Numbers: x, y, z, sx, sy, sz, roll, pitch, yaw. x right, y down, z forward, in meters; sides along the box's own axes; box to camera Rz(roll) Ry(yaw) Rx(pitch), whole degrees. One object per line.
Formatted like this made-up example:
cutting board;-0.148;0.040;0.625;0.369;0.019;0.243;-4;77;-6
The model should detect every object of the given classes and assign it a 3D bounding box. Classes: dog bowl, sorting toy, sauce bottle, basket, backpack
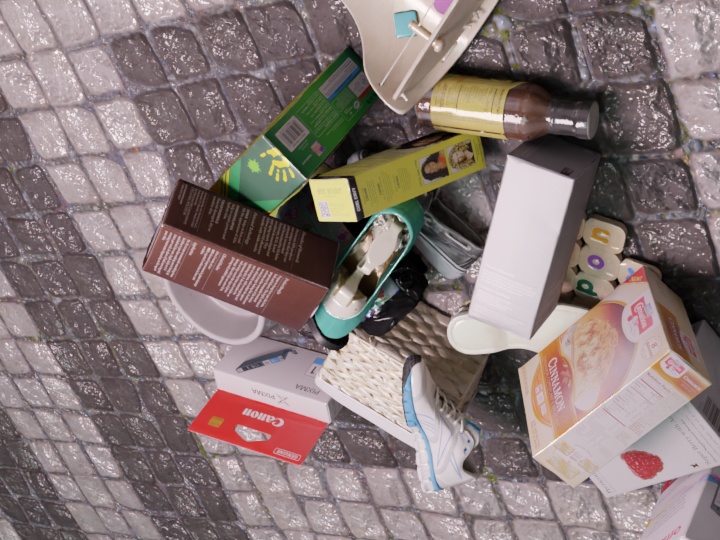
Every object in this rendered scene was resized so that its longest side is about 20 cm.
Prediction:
dog bowl;-0.199;0.021;1.720;0.198;0.059;0.202;20;135;21
sorting toy;0.046;-0.304;1.245;0.180;0.107;0.200;44;139;6
sauce bottle;0.159;-0.174;1.295;0.198;0.065;0.065;12;132;26
basket;0.061;0.123;1.570;0.198;0.136;0.124;31;134;8
backpack;-0.017;-0.019;1.461;0.127;0.167;0.200;-44;92;5

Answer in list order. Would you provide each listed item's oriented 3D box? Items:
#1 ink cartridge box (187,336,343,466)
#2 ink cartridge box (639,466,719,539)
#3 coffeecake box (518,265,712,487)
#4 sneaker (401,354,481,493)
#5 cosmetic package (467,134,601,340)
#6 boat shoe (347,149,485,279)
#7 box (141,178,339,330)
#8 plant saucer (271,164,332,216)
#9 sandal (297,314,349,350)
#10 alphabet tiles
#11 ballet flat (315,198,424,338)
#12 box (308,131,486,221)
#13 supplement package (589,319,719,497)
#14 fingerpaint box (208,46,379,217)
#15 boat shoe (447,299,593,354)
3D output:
ink cartridge box;-0.128;0.180;1.717;0.198;0.177;0.045;13;132;26
ink cartridge box;0.406;0.300;1.424;0.085;0.200;0.148;35;139;4
coffeecake box;0.278;0.118;1.333;0.073;0.154;0.200;36;117;-21
sneaker;0.102;0.184;1.465;0.085;0.075;0.202;-7;122;15
cosmetic package;0.191;-0.039;1.320;0.089;0.107;0.203;19;116;21
boat shoe;0.072;-0.082;1.443;0.200;0.072;0.071;43;119;-8
box;-0.133;-0.016;1.338;0.198;0.076;0.100;23;143;-11
plant saucer;-0.082;-0.066;1.583;0.198;0.031;0.202;19;134;21
sandal;-0.061;0.045;1.510;0.075;0.201;0.048;36;109;-31
alphabet tiles;0.257;0.011;1.420;0.193;0.015;0.202;20;135;20
ballet flat;0.000;0.000;1.353;0.067;0.070;0.201;36;110;5
box;0.043;-0.108;1.321;0.075;0.199;0.051;3;112;51
supplement package;0.347;0.167;1.412;0.121;0.120;0.199;47;138;-11
fingerpaint box;-0.079;-0.144;1.387;0.073;0.200;0.166;44;137;-8
boat shoe;0.206;0.063;1.440;0.199;0.060;0.073;-1;113;13
